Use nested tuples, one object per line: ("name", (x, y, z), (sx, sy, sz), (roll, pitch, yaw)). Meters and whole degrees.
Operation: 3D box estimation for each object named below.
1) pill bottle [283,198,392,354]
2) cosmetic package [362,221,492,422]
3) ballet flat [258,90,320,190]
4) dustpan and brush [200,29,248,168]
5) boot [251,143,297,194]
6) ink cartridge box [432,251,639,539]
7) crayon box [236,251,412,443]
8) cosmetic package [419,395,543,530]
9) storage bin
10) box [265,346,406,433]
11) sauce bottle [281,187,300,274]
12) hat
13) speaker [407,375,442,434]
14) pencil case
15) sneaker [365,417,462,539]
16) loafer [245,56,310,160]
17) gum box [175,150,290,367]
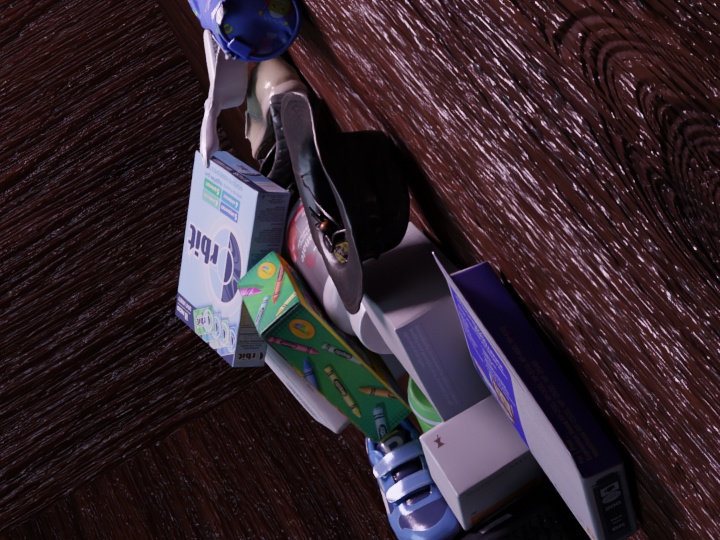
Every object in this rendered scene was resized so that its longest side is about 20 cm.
("pill bottle", (0.000, 0.000, 1.677), (0.200, 0.110, 0.111), (54, 173, 51))
("cosmetic package", (0.060, 0.041, 1.431), (0.107, 0.090, 0.200), (61, 179, -20))
("ballet flat", (-0.089, -0.140, 1.753), (0.200, 0.056, 0.067), (119, 161, -59))
("dustpan and brush", (-0.155, -0.203, 1.759), (0.140, 0.057, 0.201), (115, 150, -63))
("boot", (-0.091, -0.129, 2.158), (0.151, 0.073, 0.201), (105, 140, -84))
("ink cartridge box", (0.134, 0.093, 1.201), (0.199, 0.043, 0.200), (57, 177, 31))
("crayon box", (-0.038, 0.082, 1.705), (0.200, 0.058, 0.119), (45, -173, -31))
("cosmetic package", (0.123, 0.188, 1.578), (0.071, 0.101, 0.200), (57, 176, 19))
("storage bin", (0.159, 0.292, 1.613), (0.094, 0.135, 0.200), (59, 176, 5))
("box", (-0.056, 0.078, 1.951), (0.200, 0.131, 0.199), (50, 173, -4))
("sauce bottle", (-0.056, -0.042, 1.798), (0.065, 0.064, 0.202), (-132, 51, -69))
("hat", (-0.002, -0.068, 1.392), (0.201, 0.080, 0.202), (163, 90, -81))
("speaker", (0.106, 0.164, 1.718), (0.089, 0.088, 0.200), (57, 175, 33))
("pencil case", (-0.115, -0.251, 1.513), (0.078, 0.087, 0.200), (38, -174, -24))
("sneaker", (0.049, 0.223, 1.720), (0.200, 0.074, 0.083), (-120, 6, -56))
("loafer", (-0.094, -0.186, 1.810), (0.200, 0.075, 0.069), (118, 133, -70))
("gum box", (-0.146, -0.016, 1.793), (0.170, 0.044, 0.201), (33, 118, 55))
